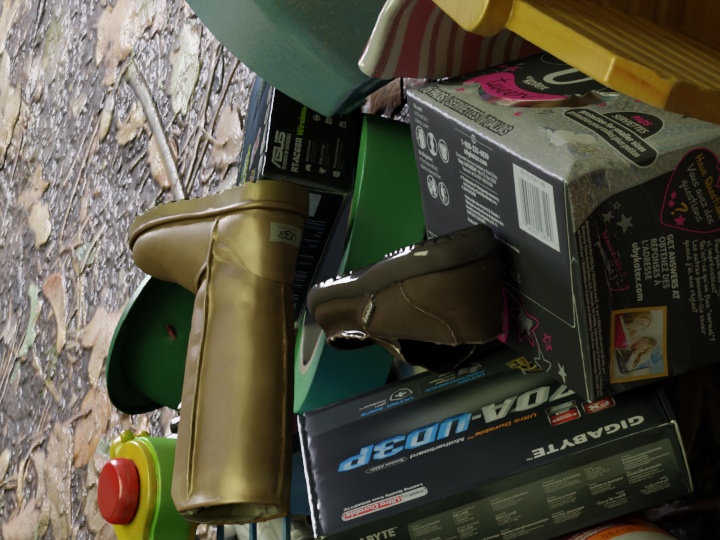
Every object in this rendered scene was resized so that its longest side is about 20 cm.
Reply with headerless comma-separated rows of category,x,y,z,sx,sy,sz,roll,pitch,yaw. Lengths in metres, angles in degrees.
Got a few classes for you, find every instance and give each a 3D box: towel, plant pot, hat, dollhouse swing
towel,0.100,-0.171,1.464,0.030,0.199,0.147,46,123,31
plant pot,-0.016,-0.212,1.594,0.201,0.196,0.196,59,169,0
hat,-0.069,0.090,1.838,0.176,0.165,0.201,39,144,25
dollhouse swing,0.164,-0.169,1.335,0.175,0.199,0.183,14,92,54

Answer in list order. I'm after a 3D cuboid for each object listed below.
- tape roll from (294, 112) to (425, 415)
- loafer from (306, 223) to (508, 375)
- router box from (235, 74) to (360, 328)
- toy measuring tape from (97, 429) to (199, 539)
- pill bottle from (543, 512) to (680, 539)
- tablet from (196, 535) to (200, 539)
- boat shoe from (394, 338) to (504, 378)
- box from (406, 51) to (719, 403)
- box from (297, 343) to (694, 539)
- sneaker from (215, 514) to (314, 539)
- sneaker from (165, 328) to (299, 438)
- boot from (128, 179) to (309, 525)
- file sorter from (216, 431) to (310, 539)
tape roll,0.000,0.000,1.675,0.200,0.048,0.202,-167,90,-82
loafer,0.025,0.028,1.439,0.200,0.072,0.072,153,100,-71
router box,-0.043,-0.086,1.724,0.150,0.062,0.201,111,169,-51
toy measuring tape,-0.115,0.161,1.586,0.074,0.073,0.200,-64,35,26
pill bottle,0.104,0.168,1.407,0.200,0.109,0.110,30,106,62
tablet,-0.105,0.254,1.754,0.130,0.014,0.201,62,-171,-53
boat shoe,0.058,0.039,1.605,0.202,0.063,0.074,-111,27,-67
box,0.122,-0.033,1.406,0.200,0.114,0.133,-145,43,-60
box,0.069,0.098,1.390,0.159,0.198,0.046,-102,-7,-68
sneaker,-0.056,0.187,1.765,0.081,0.075,0.202,-31,58,43
sneaker,-0.070,0.081,1.767,0.073,0.087,0.201,-19,37,39
boot,-0.097,0.056,1.579,0.175,0.066,0.202,-19,63,56
file sorter,-0.013,0.180,1.603,0.200,0.138,0.124,-26,59,57
